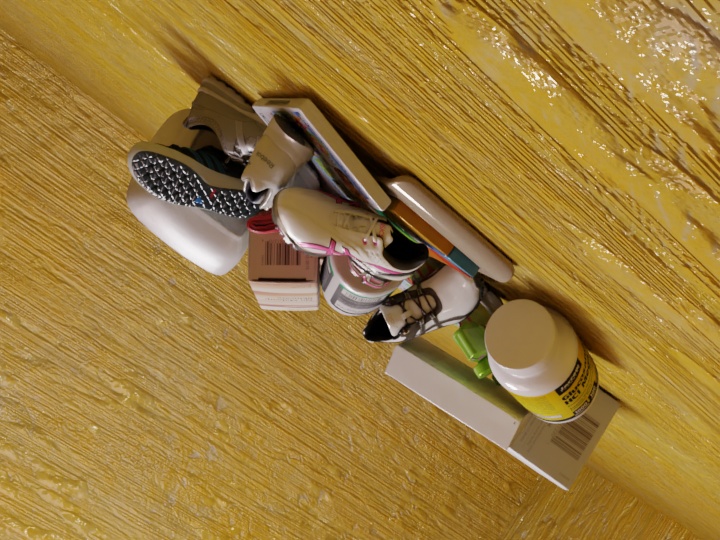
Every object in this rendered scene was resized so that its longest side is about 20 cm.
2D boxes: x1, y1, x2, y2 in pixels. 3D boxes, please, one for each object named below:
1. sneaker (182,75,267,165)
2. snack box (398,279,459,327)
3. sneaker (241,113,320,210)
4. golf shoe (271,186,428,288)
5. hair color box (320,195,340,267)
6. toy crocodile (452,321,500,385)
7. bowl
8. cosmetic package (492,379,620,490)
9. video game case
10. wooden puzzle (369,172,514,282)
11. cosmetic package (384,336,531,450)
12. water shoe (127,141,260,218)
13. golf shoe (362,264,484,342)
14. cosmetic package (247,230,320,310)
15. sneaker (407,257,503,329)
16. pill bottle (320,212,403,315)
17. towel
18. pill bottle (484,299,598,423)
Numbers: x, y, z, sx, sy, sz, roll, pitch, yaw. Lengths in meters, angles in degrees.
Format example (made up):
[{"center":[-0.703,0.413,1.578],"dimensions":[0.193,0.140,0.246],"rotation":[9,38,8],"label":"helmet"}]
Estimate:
[{"center":[-0.144,-0.167,1.032],"dimensions":[0.198,0.083,0.075],"rotation":[35,175,7],"label":"sneaker"},{"center":[0.093,0.015,1.289],"dimensions":[0.199,0.053,0.142],"rotation":[38,173,-22],"label":"snack box"},{"center":[-0.099,-0.110,0.906],"dimensions":[0.074,0.087,0.200],"rotation":[41,173,10],"label":"sneaker"},{"center":[-0.009,-0.047,0.876],"dimensions":[0.198,0.074,0.091],"rotation":[25,148,-36],"label":"golf shoe"},{"center":[-0.064,-0.069,1.223],"dimensions":[0.098,0.061,0.200],"rotation":[26,162,5],"label":"hair color box"},{"center":[0.179,0.107,1.056],"dimensions":[0.199,0.061,0.068],"rotation":[27,-152,-58],"label":"toy crocodile"},{"center":[-0.215,-0.120,1.119],"dimensions":[0.199,0.203,0.074],"rotation":[39,145,-29],"label":"bowl"},{"center":[0.305,0.244,1.331],"dimensions":[0.165,0.169,0.200],"rotation":[33,174,3],"label":"cosmetic package"},{"center":[-0.049,-0.137,0.890],"dimensions":[0.144,0.018,0.200],"rotation":[49,172,-23],"label":"video game case"},{"center":[0.069,-0.052,0.924],"dimensions":[0.184,0.038,0.199],"rotation":[38,174,-21],"label":"wooden puzzle"},{"center":[0.137,0.166,1.082],"dimensions":[0.198,0.051,0.082],"rotation":[31,-164,21],"label":"cosmetic package"},{"center":[-0.218,-0.129,1.035],"dimensions":[0.198,0.072,0.080],"rotation":[21,-144,-36],"label":"water shoe"},{"center":[0.082,0.054,1.046],"dimensions":[0.199,0.094,0.079],"rotation":[-38,78,43],"label":"golf shoe"},{"center":[-0.109,-0.001,1.159],"dimensions":[0.101,0.089,0.200],"rotation":[0,167,-1],"label":"cosmetic package"},{"center":[0.106,0.029,1.125],"dimensions":[0.199,0.091,0.078],"rotation":[34,177,31],"label":"sneaker"},{"center":[0.000,0.000,1.112],"dimensions":[0.112,0.114,0.200],"rotation":[35,164,0],"label":"pill bottle"},{"center":[-0.069,-0.075,1.023],"dimensions":[0.141,0.023,0.200],"rotation":[-8,-172,1],"label":"towel"},{"center":[0.224,0.113,0.971],"dimensions":[0.112,0.114,0.200],"rotation":[31,174,36],"label":"pill bottle"}]
